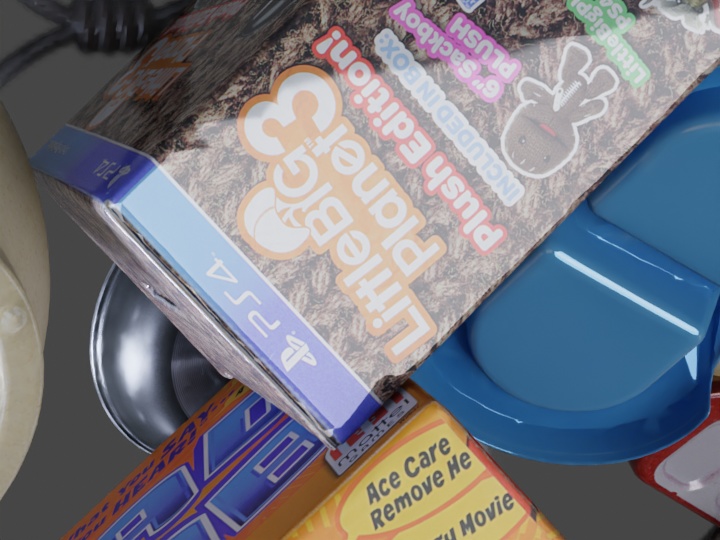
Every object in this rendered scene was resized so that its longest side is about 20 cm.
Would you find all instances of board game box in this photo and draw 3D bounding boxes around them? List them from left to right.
[{"bbox_3d":[-0.004,0.160,0.900,0.200,0.200,0.200,-43,103,-2],"label":"board game box"},{"bbox_3d":[0.012,-0.061,0.880,0.200,0.159,0.097,-45,104,-7],"label":"board game box"}]

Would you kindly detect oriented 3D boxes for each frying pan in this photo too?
[{"bbox_3d":[-0.004,0.016,1.011,0.189,0.031,0.116,-5,117,-28],"label":"frying pan"}]

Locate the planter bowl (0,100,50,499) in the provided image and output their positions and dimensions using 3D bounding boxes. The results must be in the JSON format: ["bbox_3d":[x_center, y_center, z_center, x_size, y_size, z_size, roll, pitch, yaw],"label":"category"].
[{"bbox_3d":[-0.170,0.014,0.829,0.199,0.135,0.201,-15,121,-26],"label":"planter bowl"}]

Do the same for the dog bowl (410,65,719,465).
[{"bbox_3d":[0.094,-0.013,0.956,0.111,0.050,0.200,28,132,-19],"label":"dog bowl"}]

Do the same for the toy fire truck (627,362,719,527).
[{"bbox_3d":[0.161,0.027,1.081,0.168,0.112,0.200,-42,135,20],"label":"toy fire truck"}]
